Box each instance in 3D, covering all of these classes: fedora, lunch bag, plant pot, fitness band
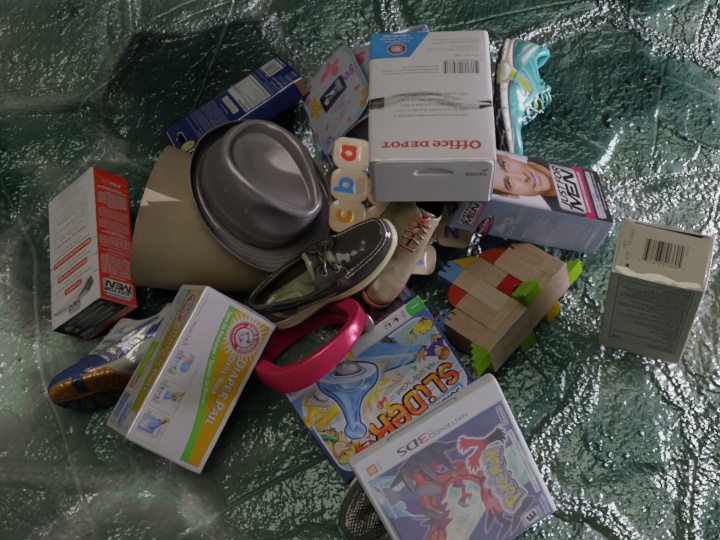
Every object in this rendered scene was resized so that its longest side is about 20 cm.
[{"bbox_3d":[-0.109,-0.105,1.211,0.177,0.090,0.200,-38,91,-28],"label":"fedora"},{"bbox_3d":[0.026,-0.229,1.361,0.199,0.127,0.170,-19,43,2],"label":"lunch bag"},{"bbox_3d":[-0.173,-0.046,1.301,0.199,0.187,0.188,15,66,0],"label":"plant pot"},{"bbox_3d":[-0.062,0.088,1.209,0.144,0.200,0.037,-39,106,-15],"label":"fitness band"}]

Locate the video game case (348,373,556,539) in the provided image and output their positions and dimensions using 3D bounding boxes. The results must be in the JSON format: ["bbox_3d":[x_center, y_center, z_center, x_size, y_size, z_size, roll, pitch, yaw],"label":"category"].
[{"bbox_3d":[0.106,0.238,1.106,0.182,0.200,0.023,-30,25,-7],"label":"video game case"}]

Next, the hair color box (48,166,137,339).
[{"bbox_3d":[-0.361,-0.023,1.343,0.111,0.064,0.201,-30,56,33],"label":"hair color box"}]

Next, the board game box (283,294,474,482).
[{"bbox_3d":[0.023,0.141,1.208,0.200,0.034,0.136,-35,96,-9],"label":"board game box"}]

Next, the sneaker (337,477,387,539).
[{"bbox_3d":[0.055,0.238,1.148,0.200,0.091,0.078,-40,87,-10],"label":"sneaker"}]

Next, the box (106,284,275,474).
[{"bbox_3d":[-0.205,0.126,1.209,0.101,0.112,0.200,32,76,-22],"label":"box"}]

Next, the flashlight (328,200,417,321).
[{"bbox_3d":[0.000,0.000,1.304,0.068,0.068,0.200,-23,55,-32],"label":"flashlight"}]

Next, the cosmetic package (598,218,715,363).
[{"bbox_3d":[0.337,0.028,1.157,0.105,0.200,0.071,14,65,14],"label":"cosmetic package"}]

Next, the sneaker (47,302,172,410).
[{"bbox_3d":[-0.309,0.111,1.297,0.199,0.075,0.088,-21,54,-12],"label":"sneaker"}]

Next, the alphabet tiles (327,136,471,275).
[{"bbox_3d":[0.053,-0.097,1.273,0.195,0.015,0.201,6,84,-20],"label":"alphabet tiles"}]

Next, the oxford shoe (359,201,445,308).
[{"bbox_3d":[0.055,-0.049,1.222,0.070,0.075,0.201,24,78,-17],"label":"oxford shoe"}]

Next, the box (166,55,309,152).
[{"bbox_3d":[-0.177,-0.226,1.425,0.200,0.032,0.121,-33,33,-3],"label":"box"}]

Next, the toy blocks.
[{"bbox_3d":[0.160,0.027,1.256,0.137,0.100,0.200,32,71,34],"label":"toy blocks"}]

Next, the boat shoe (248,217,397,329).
[{"bbox_3d":[-0.047,0.002,1.202,0.201,0.066,0.072,-34,62,16],"label":"boat shoe"}]

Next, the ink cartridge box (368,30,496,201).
[{"bbox_3d":[0.083,-0.184,1.193,0.144,0.084,0.201,-1,58,3],"label":"ink cartridge box"}]

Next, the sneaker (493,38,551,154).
[{"bbox_3d":[0.224,-0.239,1.383,0.079,0.078,0.201,8,65,3],"label":"sneaker"}]

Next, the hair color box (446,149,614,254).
[{"bbox_3d":[0.208,-0.091,1.259,0.199,0.061,0.099,10,45,-15],"label":"hair color box"}]
